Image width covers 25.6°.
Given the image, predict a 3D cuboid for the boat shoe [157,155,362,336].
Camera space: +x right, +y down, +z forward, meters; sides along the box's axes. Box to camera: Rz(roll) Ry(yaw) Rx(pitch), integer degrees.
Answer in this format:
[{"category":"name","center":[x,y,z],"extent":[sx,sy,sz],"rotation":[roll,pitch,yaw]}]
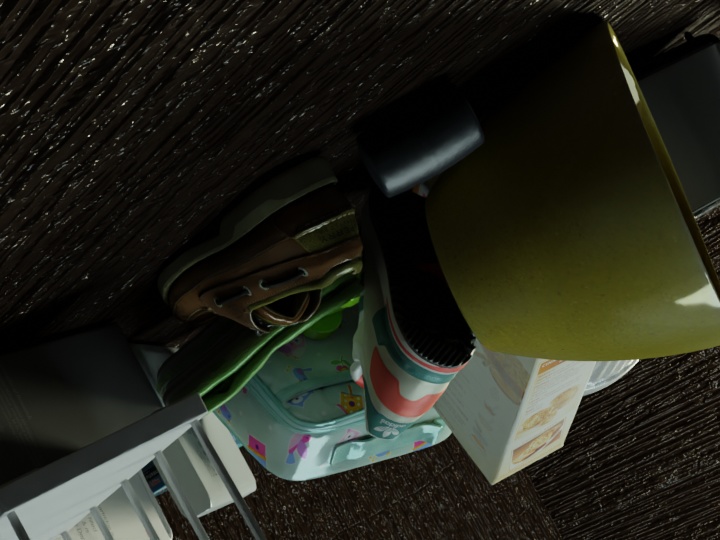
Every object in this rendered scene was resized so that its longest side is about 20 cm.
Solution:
[{"category":"boat shoe","center":[-0.061,0.006,0.913],"extent":[0.071,0.069,0.200],"rotation":[-27,175,-28]}]

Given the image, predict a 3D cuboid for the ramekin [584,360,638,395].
[{"category":"ramekin","center":[0.165,-0.006,1.299],"extent":[0.199,0.201,0.105],"rotation":[-26,164,-21]}]

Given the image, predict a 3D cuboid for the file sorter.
[{"category":"file sorter","center":[-0.157,0.183,0.883],"extent":[0.138,0.125,0.200],"rotation":[-23,169,-42]}]

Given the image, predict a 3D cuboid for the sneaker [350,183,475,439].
[{"category":"sneaker","center":[0.019,0.024,1.006],"extent":[0.094,0.070,0.201],"rotation":[-59,-159,28]}]

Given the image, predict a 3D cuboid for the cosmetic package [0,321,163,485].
[{"category":"cosmetic package","center":[-0.213,0.102,0.939],"extent":[0.106,0.091,0.200],"rotation":[-32,176,23]}]

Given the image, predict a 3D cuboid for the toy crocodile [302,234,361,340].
[{"category":"toy crocodile","center":[0.000,0.000,1.224],"extent":[0.198,0.062,0.068],"rotation":[-22,161,-30]}]

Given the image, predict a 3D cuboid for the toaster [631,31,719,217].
[{"category":"toaster","center":[0.193,-0.076,1.175],"extent":[0.199,0.120,0.181],"rotation":[-27,174,-23]}]

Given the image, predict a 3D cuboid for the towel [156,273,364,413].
[{"category":"towel","center":[-0.069,0.044,1.043],"extent":[0.149,0.031,0.200],"rotation":[-40,-171,-6]}]

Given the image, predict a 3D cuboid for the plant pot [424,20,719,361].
[{"category":"plant pot","center":[0.121,-0.027,0.942],"extent":[0.141,0.202,0.200],"rotation":[-23,175,13]}]

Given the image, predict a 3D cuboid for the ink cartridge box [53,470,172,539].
[{"category":"ink cartridge box","center":[-0.233,0.168,1.072],"extent":[0.082,0.148,0.200],"rotation":[-30,174,25]}]

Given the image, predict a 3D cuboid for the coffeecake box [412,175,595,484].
[{"category":"coffeecake box","center":[0.095,0.032,1.139],"extent":[0.072,0.154,0.201],"rotation":[-24,150,-24]}]

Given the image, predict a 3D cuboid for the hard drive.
[{"category":"hard drive","center":[-0.133,0.118,1.197],"extent":[0.026,0.133,0.200],"rotation":[-29,174,2]}]

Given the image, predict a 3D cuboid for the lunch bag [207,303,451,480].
[{"category":"lunch bag","center":[-0.016,0.085,1.253],"extent":[0.198,0.160,0.078],"rotation":[-13,130,-37]}]

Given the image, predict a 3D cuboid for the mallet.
[{"category":"mallet","center":[0.023,-0.061,0.924],"extent":[0.065,0.041,0.200],"rotation":[-29,178,-9]}]

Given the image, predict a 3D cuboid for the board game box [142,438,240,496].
[{"category":"board game box","center":[-0.263,0.281,2.342],"extent":[0.150,0.047,0.199],"rotation":[-23,171,-47]}]
